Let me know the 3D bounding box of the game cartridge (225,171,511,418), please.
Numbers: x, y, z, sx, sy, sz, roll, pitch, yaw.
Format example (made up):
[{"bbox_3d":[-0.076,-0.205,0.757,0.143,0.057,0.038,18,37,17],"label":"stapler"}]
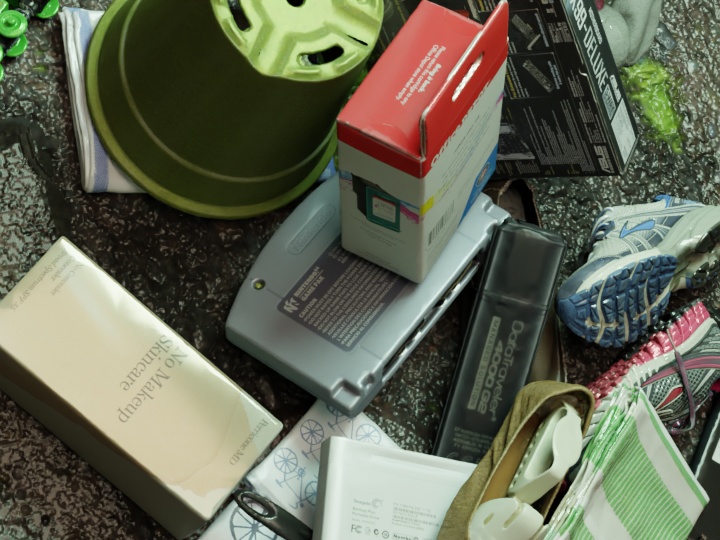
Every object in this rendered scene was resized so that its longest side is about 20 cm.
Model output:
[{"bbox_3d":[0.000,0.000,1.308,0.133,0.041,0.200,33,66,18],"label":"game cartridge"}]

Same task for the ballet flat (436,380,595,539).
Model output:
[{"bbox_3d":[0.110,0.153,1.233,0.068,0.072,0.200,41,58,-13],"label":"ballet flat"}]

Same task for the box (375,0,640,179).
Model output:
[{"bbox_3d":[0.097,-0.153,1.295,0.050,0.158,0.200,-63,140,-38],"label":"box"}]

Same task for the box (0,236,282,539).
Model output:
[{"bbox_3d":[-0.162,0.082,1.228,0.200,0.078,0.095,39,64,-4],"label":"box"}]

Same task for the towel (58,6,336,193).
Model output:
[{"bbox_3d":[-0.120,-0.130,1.343,0.200,0.024,0.147,-3,75,-21],"label":"towel"}]

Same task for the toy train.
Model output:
[{"bbox_3d":[-0.240,-0.217,1.320,0.056,0.042,0.200,31,65,4],"label":"toy train"}]

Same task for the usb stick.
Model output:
[{"bbox_3d":[0.099,0.062,1.308,0.055,0.033,0.200,15,95,-2],"label":"usb stick"}]

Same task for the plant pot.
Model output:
[{"bbox_3d":[-0.072,-0.156,1.252,0.200,0.190,0.200,6,74,-21],"label":"plant pot"}]

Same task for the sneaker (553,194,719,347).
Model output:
[{"bbox_3d":[0.203,-0.006,1.383,0.085,0.077,0.200,29,37,33],"label":"sneaker"}]

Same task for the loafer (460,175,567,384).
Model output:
[{"bbox_3d":[0.114,0.019,1.351,0.073,0.071,0.200,-7,75,-21],"label":"loafer"}]

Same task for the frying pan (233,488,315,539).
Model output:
[{"bbox_3d":[-0.006,0.222,1.238,0.190,0.031,0.115,12,67,-18],"label":"frying pan"}]

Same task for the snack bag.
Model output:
[{"bbox_3d":[-0.017,0.210,1.270,0.189,0.021,0.200,46,64,-2],"label":"snack bag"}]

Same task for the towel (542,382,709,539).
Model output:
[{"bbox_3d":[0.180,0.202,1.282,0.153,0.023,0.200,54,56,-37],"label":"towel"}]

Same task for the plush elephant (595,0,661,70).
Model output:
[{"bbox_3d":[0.150,-0.205,1.396,0.165,0.200,0.155,-26,111,-46],"label":"plush elephant"}]

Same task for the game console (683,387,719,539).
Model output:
[{"bbox_3d":[0.345,0.164,1.414,0.177,0.031,0.200,28,65,-3],"label":"game console"}]

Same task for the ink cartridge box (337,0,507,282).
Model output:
[{"bbox_3d":[0.042,-0.095,1.216,0.067,0.200,0.116,26,63,15],"label":"ink cartridge box"}]

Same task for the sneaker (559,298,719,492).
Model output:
[{"bbox_3d":[0.213,0.102,1.355,0.200,0.081,0.075,-38,90,-26],"label":"sneaker"}]

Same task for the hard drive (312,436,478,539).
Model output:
[{"bbox_3d":[0.028,0.223,1.225,0.132,0.027,0.200,14,66,-21],"label":"hard drive"}]
